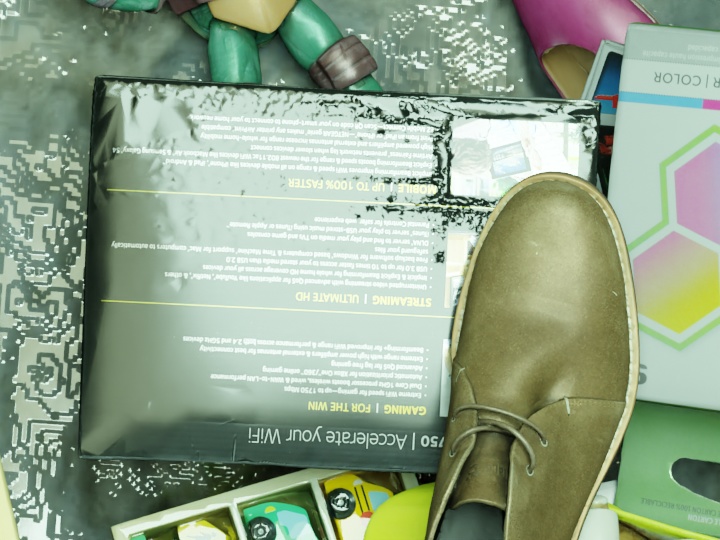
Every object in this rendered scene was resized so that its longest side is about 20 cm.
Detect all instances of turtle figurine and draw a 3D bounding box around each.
[{"bbox_3d":[-0.049,-0.130,1.297,0.149,0.101,0.201,-22,96,5],"label":"turtle figurine"}]

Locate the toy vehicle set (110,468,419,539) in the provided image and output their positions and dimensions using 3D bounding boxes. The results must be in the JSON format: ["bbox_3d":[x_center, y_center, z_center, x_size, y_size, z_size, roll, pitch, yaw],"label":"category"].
[{"bbox_3d":[-0.012,0.180,1.180,0.124,0.027,0.201,-17,77,-8],"label":"toy vehicle set"}]

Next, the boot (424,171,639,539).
[{"bbox_3d":[0.059,0.061,1.109,0.073,0.075,0.201,10,87,12],"label":"boot"}]

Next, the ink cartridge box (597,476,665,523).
[{"bbox_3d":[0.036,0.179,1.243,0.199,0.084,0.146,-11,78,-7],"label":"ink cartridge box"}]

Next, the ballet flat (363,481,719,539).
[{"bbox_3d":[0.102,0.117,1.176,0.199,0.067,0.067,16,64,-16],"label":"ballet flat"}]

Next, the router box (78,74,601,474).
[{"bbox_3d":[-0.009,0.004,1.172,0.199,0.051,0.150,3,88,-2],"label":"router box"}]

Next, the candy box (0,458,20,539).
[{"bbox_3d":[-0.153,0.161,1.214,0.056,0.117,0.201,-14,79,-8],"label":"candy box"}]

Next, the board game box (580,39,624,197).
[{"bbox_3d":[0.171,-0.003,1.221,0.199,0.035,0.127,22,97,20],"label":"board game box"}]

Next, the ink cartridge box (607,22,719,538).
[{"bbox_3d":[0.150,0.008,1.178,0.103,0.059,0.201,7,91,21],"label":"ink cartridge box"}]

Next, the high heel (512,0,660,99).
[{"bbox_3d":[0.105,-0.051,1.306,0.096,0.067,0.200,-37,87,-22],"label":"high heel"}]
